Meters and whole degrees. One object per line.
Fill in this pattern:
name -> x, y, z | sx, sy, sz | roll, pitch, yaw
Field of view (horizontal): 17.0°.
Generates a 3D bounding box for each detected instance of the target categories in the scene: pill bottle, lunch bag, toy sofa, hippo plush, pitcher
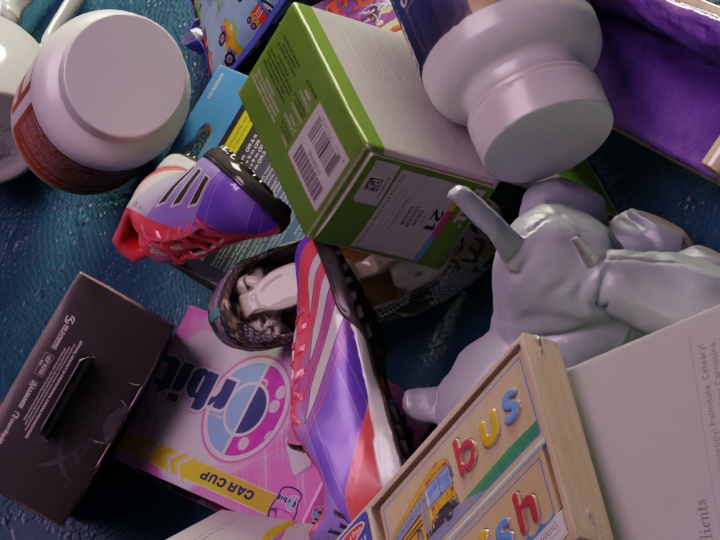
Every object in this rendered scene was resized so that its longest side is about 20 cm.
pill bottle -> -0.181, -0.120, 1.694 | 0.113, 0.112, 0.200 | -66, 11, -11
lunch bag -> -0.064, -0.223, 1.742 | 0.200, 0.094, 0.151 | -41, 47, 28
toy sofa -> 0.176, -0.122, 1.451 | 0.200, 0.097, 0.083 | 34, 89, 46
hippo plush -> 0.122, 0.049, 1.365 | 0.159, 0.200, 0.161 | 26, 104, 16
pitcher -> -0.280, -0.163, 1.878 | 0.171, 0.121, 0.200 | -31, 35, 4
pill bottle -> 0.078, -0.157, 1.436 | 0.111, 0.111, 0.201 | -33, 60, 22

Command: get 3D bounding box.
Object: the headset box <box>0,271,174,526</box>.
headset box -> -0.189, 0.085, 1.585 | 0.149, 0.075, 0.200 | -61, 3, -5

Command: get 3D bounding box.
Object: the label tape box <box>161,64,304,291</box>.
label tape box -> -0.053, -0.044, 1.629 | 0.200, 0.063, 0.145 | 24, 81, 47

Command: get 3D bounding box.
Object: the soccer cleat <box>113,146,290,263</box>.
soccer cleat -> -0.102, -0.033, 1.518 | 0.073, 0.068, 0.200 | -47, 17, -12

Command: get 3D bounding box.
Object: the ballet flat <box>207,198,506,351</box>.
ballet flat -> 0.000, 0.000, 1.500 | 0.199, 0.072, 0.072 | -20, 48, -3

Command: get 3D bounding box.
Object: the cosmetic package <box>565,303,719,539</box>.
cosmetic package -> 0.217, 0.122, 1.214 | 0.199, 0.167, 0.167 | -25, 52, 28

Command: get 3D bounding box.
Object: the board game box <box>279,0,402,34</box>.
board game box -> 0.047, -0.168, 1.594 | 0.199, 0.032, 0.120 | -26, 35, 8

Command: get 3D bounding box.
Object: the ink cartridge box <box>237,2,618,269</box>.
ink cartridge box -> 0.044, -0.072, 1.485 | 0.076, 0.199, 0.148 | -55, 39, 28

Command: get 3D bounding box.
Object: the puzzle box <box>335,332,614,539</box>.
puzzle box -> 0.051, 0.143, 1.241 | 0.200, 0.025, 0.133 | -51, 35, 34

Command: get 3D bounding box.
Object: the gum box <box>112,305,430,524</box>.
gum box -> -0.054, 0.107, 1.536 | 0.200, 0.066, 0.114 | 17, 77, 45

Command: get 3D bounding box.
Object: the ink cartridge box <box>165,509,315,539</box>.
ink cartridge box -> -0.053, 0.211, 1.432 | 0.199, 0.067, 0.118 | 4, 111, 42

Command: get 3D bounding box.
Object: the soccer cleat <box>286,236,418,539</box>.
soccer cleat -> -0.018, 0.066, 1.404 | 0.073, 0.068, 0.201 | -21, 62, 8
